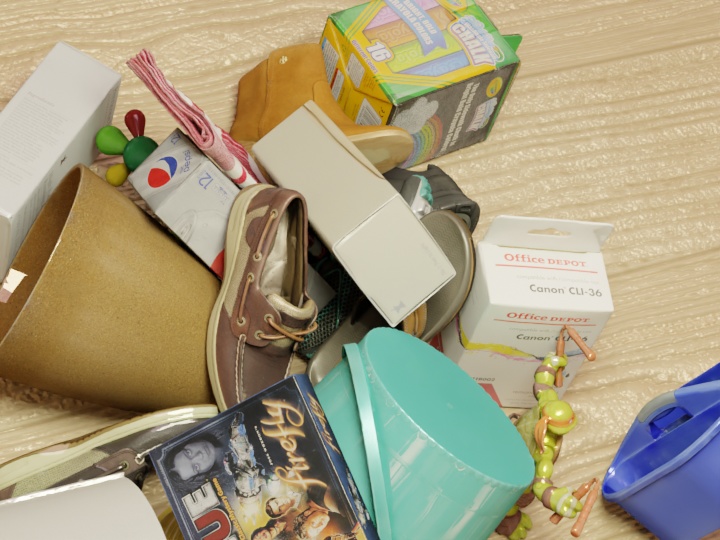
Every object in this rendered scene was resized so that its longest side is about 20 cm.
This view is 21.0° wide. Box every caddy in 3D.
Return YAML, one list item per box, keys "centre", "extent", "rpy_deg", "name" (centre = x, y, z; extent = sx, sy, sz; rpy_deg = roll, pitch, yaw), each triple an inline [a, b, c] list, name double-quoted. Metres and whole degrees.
- centre: [0.287, 0.146, 1.662]
  extent: [0.105, 0.200, 0.142]
  rpy_deg: [43, 50, -4]
  name: "caddy"

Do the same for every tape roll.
- centre: [-0.218, 0.262, 1.409]
  extent: [0.138, 0.203, 0.204]
  rpy_deg: [-11, 58, -23]
  name: "tape roll"

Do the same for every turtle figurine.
- centre: [0.146, 0.158, 1.623]
  extent: [0.064, 0.162, 0.201]
  rpy_deg: [7, 53, -12]
  name: "turtle figurine"

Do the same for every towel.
- centre: [-0.110, -0.098, 1.660]
  extent: [0.023, 0.200, 0.144]
  rpy_deg: [-43, 51, 2]
  name: "towel"

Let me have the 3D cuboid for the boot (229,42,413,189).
- centre: [-0.039, -0.151, 1.798]
  extent: [0.200, 0.071, 0.145]
  rpy_deg: [-13, 57, 29]
  name: "boot"

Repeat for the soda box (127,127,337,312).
- centre: [-0.106, -0.027, 1.636]
  extent: [0.063, 0.200, 0.068]
  rpy_deg: [-44, 41, -2]
  name: "soda box"

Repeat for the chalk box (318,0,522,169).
- centre: [0.065, -0.193, 1.886]
  extent: [0.199, 0.125, 0.124]
  rpy_deg: [-22, 63, -31]
  name: "chalk box"

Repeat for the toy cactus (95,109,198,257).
- centre: [-0.148, -0.076, 1.706]
  extent: [0.102, 0.165, 0.200]
  rpy_deg: [-38, 79, -16]
  name: "toy cactus"

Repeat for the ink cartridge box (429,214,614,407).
- centre: [0.143, 0.039, 1.686]
  extent: [0.115, 0.201, 0.068]
  rpy_deg: [3, 53, -15]
  name: "ink cartridge box"

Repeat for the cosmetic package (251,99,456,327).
- centre: [-0.009, -0.051, 1.626]
  extent: [0.073, 0.104, 0.200]
  rpy_deg: [-39, 36, -2]
  name: "cosmetic package"

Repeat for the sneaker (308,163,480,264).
- centre: [0.008, -0.052, 1.806]
  extent: [0.198, 0.076, 0.091]
  rpy_deg: [-7, 44, -26]
  name: "sneaker"

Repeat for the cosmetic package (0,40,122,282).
- centre: [-0.291, -0.097, 1.720]
  extent: [0.074, 0.102, 0.201]
  rpy_deg: [28, 52, 5]
  name: "cosmetic package"

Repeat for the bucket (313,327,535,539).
- centre: [0.031, 0.153, 1.551]
  extent: [0.207, 0.135, 0.208]
  rpy_deg: [36, 18, -13]
  name: "bucket"

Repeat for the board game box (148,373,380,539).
- centre: [-0.060, 0.198, 1.457]
  extent: [0.135, 0.035, 0.201]
  rpy_deg: [-28, 79, 15]
  name: "board game box"

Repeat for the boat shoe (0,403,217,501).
- centre: [-0.202, 0.162, 1.561]
  extent: [0.198, 0.073, 0.065]
  rpy_deg: [-20, 79, 0]
  name: "boat shoe"

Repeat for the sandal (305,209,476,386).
- centre: [0.022, 0.035, 1.646]
  extent: [0.200, 0.055, 0.082]
  rpy_deg: [-46, 71, 5]
  name: "sandal"

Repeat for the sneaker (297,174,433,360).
- centre: [0.000, 0.000, 1.721]
  extent: [0.091, 0.078, 0.201]
  rpy_deg: [21, 77, 14]
  name: "sneaker"

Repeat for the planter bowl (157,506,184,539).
- centre: [-0.079, 0.238, 1.544]
  extent: [0.198, 0.084, 0.202]
  rpy_deg: [8, 53, -11]
  name: "planter bowl"

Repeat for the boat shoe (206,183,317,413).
- centre: [-0.072, 0.032, 1.564]
  extent: [0.072, 0.072, 0.202]
  rpy_deg: [8, 90, -40]
  name: "boat shoe"

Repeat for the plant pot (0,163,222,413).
- centre: [-0.189, 0.039, 1.616]
  extent: [0.199, 0.186, 0.187]
  rpy_deg: [28, 49, -18]
  name: "plant pot"
